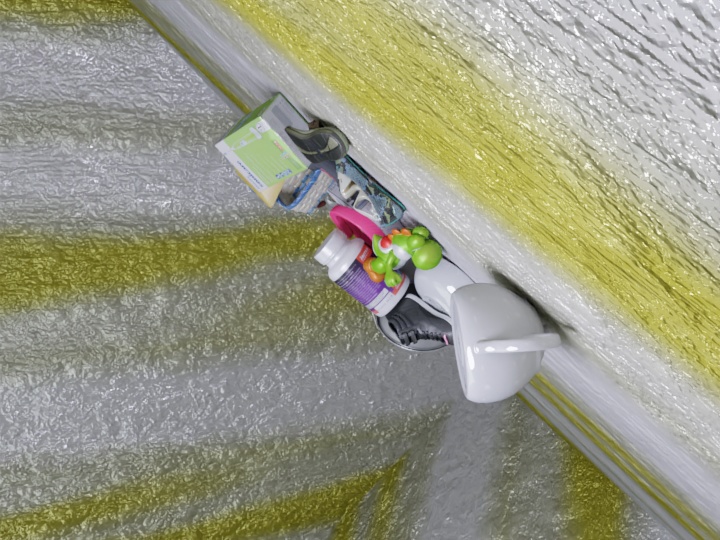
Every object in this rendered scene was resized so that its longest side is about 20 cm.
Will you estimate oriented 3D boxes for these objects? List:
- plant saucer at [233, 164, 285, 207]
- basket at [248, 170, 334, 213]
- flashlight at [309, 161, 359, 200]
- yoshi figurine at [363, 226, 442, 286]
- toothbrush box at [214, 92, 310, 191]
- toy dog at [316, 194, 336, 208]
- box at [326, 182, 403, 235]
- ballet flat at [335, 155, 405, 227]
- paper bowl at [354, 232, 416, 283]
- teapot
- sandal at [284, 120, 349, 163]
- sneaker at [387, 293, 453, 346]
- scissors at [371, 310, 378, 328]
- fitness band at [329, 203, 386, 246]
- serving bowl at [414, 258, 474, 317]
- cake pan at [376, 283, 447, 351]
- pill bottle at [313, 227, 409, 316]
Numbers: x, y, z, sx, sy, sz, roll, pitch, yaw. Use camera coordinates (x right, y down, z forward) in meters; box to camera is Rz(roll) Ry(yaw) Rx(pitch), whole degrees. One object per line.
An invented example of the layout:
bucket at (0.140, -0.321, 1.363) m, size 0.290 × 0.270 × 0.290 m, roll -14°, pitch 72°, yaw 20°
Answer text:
plant saucer at (-0.235, -0.284, 1.642) m, size 0.048 × 0.201 × 0.200 m, roll 13°, pitch -159°, yaw -42°
basket at (-0.177, -0.244, 1.768) m, size 0.139 × 0.177 × 0.200 m, roll 48°, pitch -168°, yaw 34°
flashlight at (-0.066, -0.219, 1.487) m, size 0.068 × 0.068 × 0.200 m, roll 3°, pitch -148°, yaw -49°
yoshi figurine at (0.093, -0.025, 1.357) m, size 0.200 × 0.111 × 0.113 m, roll 150°, pitch 117°, yaw -62°
toothbrush box at (-0.197, -0.270, 1.458) m, size 0.146 × 0.086 × 0.200 m, roll 46°, pitch 145°, yaw -22°
toy dog at (-0.049, -0.169, 1.920) m, size 0.200 × 0.096 × 0.132 m, roll 45°, pitch 179°, yaw -5°
box at (0.008, -0.146, 1.593) m, size 0.117 × 0.060 × 0.200 m, roll 45°, pitch 179°, yaw -31°
ballet flat at (0.000, -0.155, 1.321) m, size 0.200 × 0.074 × 0.074 m, roll 44°, pitch 179°, yaw 28°
paper bowl at (0.047, -0.002, 1.705) m, size 0.200 × 0.104 × 0.202 m, roll 25°, pitch -128°, yaw -37°
teapot at (0.222, 0.106, 1.043) m, size 0.201 × 0.145 × 0.198 m, roll -94°, pitch -5°, yaw -48°
sandal at (-0.072, -0.242, 1.250) m, size 0.201 × 0.057 × 0.080 m, roll 18°, pitch 152°, yaw 54°
sneaker at (0.141, 0.135, 1.421) m, size 0.200 × 0.099 × 0.071 m, roll 33°, pitch 157°, yaw 35°
scissors at (0.010, 0.033, 1.557) m, size 0.073 × 0.014 × 0.201 m, roll 109°, pitch 146°, yaw -53°
fitness band at (0.007, -0.084, 1.509) m, size 0.143 × 0.037 × 0.200 m, roll 31°, pitch 170°, yaw 32°
serving bowl at (0.184, 0.063, 1.439) m, size 0.200 × 0.066 × 0.200 m, roll 42°, pitch 163°, yaw 16°
cake pan at (0.136, 0.100, 1.554) m, size 0.200 × 0.200 × 0.037 m, roll 44°, pitch 145°, yaw 36°
pill bottle at (0.000, 0.000, 1.484) m, size 0.200 × 0.112 × 0.111 m, roll 38°, pitch 180°, yaw -10°
